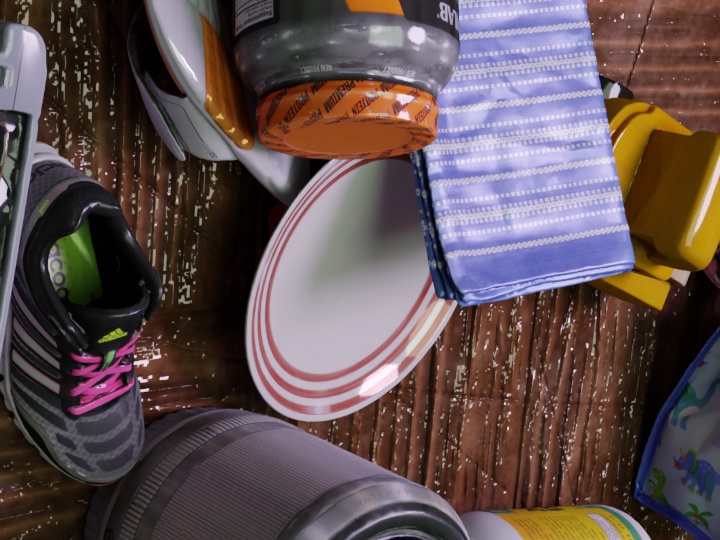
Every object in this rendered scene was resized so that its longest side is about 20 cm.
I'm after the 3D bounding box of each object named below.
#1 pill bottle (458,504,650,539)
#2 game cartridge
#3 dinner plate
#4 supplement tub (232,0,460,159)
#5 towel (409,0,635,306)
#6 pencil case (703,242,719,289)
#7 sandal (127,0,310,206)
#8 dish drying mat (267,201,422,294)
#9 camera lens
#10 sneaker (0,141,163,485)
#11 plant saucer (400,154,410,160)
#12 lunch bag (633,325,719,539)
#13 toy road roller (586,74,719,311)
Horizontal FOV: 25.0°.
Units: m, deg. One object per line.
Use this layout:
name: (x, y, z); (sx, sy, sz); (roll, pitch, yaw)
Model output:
pill bottle: (0.107, 0.222, 1.124); (0.200, 0.113, 0.113); (4, 100, -41)
game cartridge: (-0.209, -0.025, 0.767); (0.041, 0.133, 0.200); (5, 100, -41)
dinner plate: (0.000, 0.000, 1.001); (0.200, 0.024, 0.200); (-28, 134, -33)
supplement tub: (-0.008, -0.167, 0.872); (0.122, 0.122, 0.200); (6, 78, -42)
towel: (0.093, -0.086, 0.976); (0.145, 0.024, 0.200); (-10, 88, -28)
pencil case: (0.356, -0.045, 1.281); (0.200, 0.083, 0.087); (-24, 109, -33)
sandal: (-0.086, -0.089, 0.901); (0.207, 0.059, 0.079); (55, 28, -54)
dish drying mat: (0.026, -0.051, 1.039); (0.200, 0.018, 0.077); (-32, 120, -30)
camera lens: (-0.045, 0.173, 0.919); (0.160, 0.200, 0.160); (-13, 110, -38)
sneaker: (-0.147, 0.033, 0.867); (0.074, 0.087, 0.200); (-22, 116, -34)
plant saucer: (0.033, -0.158, 0.996); (0.200, 0.032, 0.201); (-7, 102, -37)
lunch bag: (0.327, 0.105, 1.254); (0.170, 0.127, 0.200); (-7, 118, -40)
toy road roller: (0.201, -0.045, 1.098); (0.200, 0.146, 0.123); (25, 86, -47)
